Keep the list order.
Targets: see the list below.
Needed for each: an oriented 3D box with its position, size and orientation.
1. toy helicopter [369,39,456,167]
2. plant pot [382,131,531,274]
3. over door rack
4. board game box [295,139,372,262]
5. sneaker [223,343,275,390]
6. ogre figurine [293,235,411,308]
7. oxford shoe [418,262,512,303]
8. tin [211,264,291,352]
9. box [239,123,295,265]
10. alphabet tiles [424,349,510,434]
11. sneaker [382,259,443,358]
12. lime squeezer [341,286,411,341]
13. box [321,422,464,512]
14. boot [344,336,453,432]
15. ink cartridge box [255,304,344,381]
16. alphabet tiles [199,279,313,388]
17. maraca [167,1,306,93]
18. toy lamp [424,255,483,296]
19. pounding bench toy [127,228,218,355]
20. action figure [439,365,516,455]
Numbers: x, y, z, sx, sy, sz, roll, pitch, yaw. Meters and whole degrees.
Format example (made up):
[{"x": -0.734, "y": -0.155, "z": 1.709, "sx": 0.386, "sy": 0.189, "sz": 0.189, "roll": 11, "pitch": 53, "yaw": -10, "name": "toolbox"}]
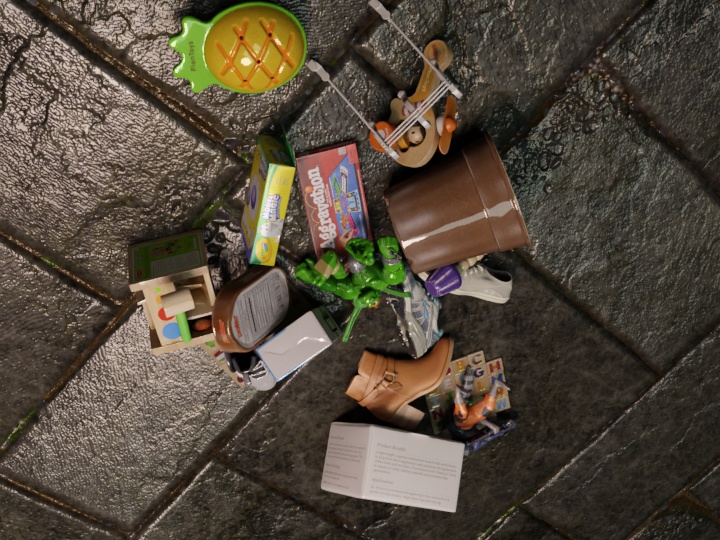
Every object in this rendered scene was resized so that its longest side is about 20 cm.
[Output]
[{"x": 0.105, "y": -0.259, "z": 1.472, "sx": 0.079, "sy": 0.132, "sz": 0.202, "roll": 6, "pitch": 104, "yaw": -52, "name": "toy helicopter"}, {"x": 0.153, "y": -0.096, "z": 1.544, "sx": 0.197, "sy": 0.201, "sz": 0.201, "roll": -22, "pitch": 124, "yaw": 7, "name": "plant pot"}, {"x": 0.041, "y": -0.291, "z": 1.433, "sx": 0.148, "sy": 0.067, "sz": 0.200, "roll": -43, "pitch": 86, "yaw": 12, "name": "over door rack"}, {"x": -0.042, "y": -0.114, "z": 1.573, "sx": 0.102, "sy": 0.019, "sz": 0.201, "roll": -14, "pitch": 123, "yaw": -5, "name": "board game box"}, {"x": -0.193, "y": 0.161, "z": 1.616, "sx": 0.077, "sy": 0.140, "sz": 0.201, "roll": -26, "pitch": 123, "yaw": 1, "name": "sneaker"}, {"x": 0.000, "y": 0.000, "z": 1.584, "sx": 0.199, "sy": 0.099, "sz": 0.120, "roll": -35, "pitch": 137, "yaw": 19, "name": "ogre figurine"}, {"x": 0.190, "y": 0.011, "z": 1.681, "sx": 0.199, "sy": 0.075, "sz": 0.058, "roll": 11, "pitch": 115, "yaw": -26, "name": "oxford shoe"}, {"x": -0.174, "y": 0.059, "z": 1.539, "sx": 0.042, "sy": 0.200, "sz": 0.113, "roll": -3, "pitch": 110, "yaw": 28, "name": "tin"}, {"x": -0.146, "y": -0.123, "z": 1.481, "sx": 0.048, "sy": 0.118, "sz": 0.201, "roll": 7, "pitch": 118, "yaw": -20, "name": "box"}, {"x": 0.213, "y": 0.251, "z": 1.870, "sx": 0.165, "sy": 0.006, "sz": 0.201, "roll": -18, "pitch": 123, "yaw": -4, "name": "alphabet tiles"}, {"x": 0.098, "y": 0.056, "z": 1.695, "sx": 0.086, "sy": 0.077, "sz": 0.201, "roll": -30, "pitch": 125, "yaw": -22, "name": "sneaker"}, {"x": 0.020, "y": 0.056, "z": 1.670, "sx": 0.038, "sy": 0.071, "sz": 0.200, "roll": -19, "pitch": 167, "yaw": -45, "name": "lime squeezer"}, {"x": 0.058, "y": 0.366, "z": 1.764, "sx": 0.198, "sy": 0.200, "sz": 0.132, "roll": 15, "pitch": 77, "yaw": -22, "name": "box"}, {"x": 0.075, "y": 0.184, "z": 1.756, "sx": 0.154, "sy": 0.074, "sz": 0.201, "roll": 29, "pitch": 82, "yaw": -1, "name": "boot"}, {"x": -0.099, "y": 0.121, "z": 1.622, "sx": 0.116, "sy": 0.200, "sz": 0.068, "roll": -35, "pitch": 88, "yaw": 5, "name": "ink cartridge box"}, {"x": -0.181, "y": 0.104, "z": 1.674, "sx": 0.199, "sy": 0.008, "sz": 0.167, "roll": -35, "pitch": 123, "yaw": 6, "name": "alphabet tiles"}, {"x": -0.176, "y": -0.319, "z": 1.360, "sx": 0.198, "sy": 0.107, "sz": 0.138, "roll": -9, "pitch": 123, "yaw": -10, "name": "maraca"}, {"x": 0.192, "y": -0.022, "z": 1.626, "sx": 0.200, "sy": 0.058, "sz": 0.059, "roll": -36, "pitch": 128, "yaw": -26, "name": "toy lamp"}, {"x": -0.289, "y": 0.060, "z": 1.502, "sx": 0.123, "sy": 0.200, "sz": 0.157, "roll": -14, "pitch": 122, "yaw": -7, "name": "pounding bench toy"}, {"x": 0.225, "y": 0.287, "z": 1.858, "sx": 0.199, "sy": 0.105, "sz": 0.194, "roll": -13, "pitch": 135, "yaw": -40, "name": "action figure"}]
